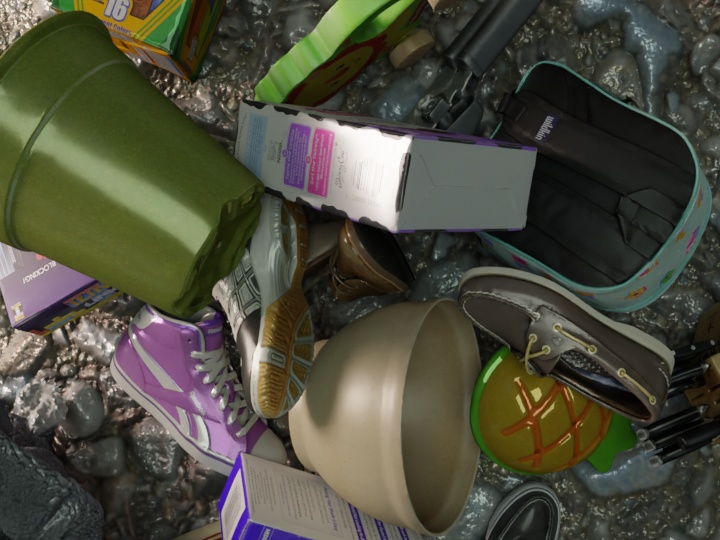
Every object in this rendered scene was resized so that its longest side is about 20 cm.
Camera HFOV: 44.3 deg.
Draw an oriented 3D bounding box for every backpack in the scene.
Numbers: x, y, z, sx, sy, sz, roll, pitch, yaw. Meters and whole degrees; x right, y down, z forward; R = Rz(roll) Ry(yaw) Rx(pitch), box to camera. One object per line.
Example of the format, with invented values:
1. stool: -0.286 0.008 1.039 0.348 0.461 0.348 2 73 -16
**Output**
1. backpack: 0.205 -0.060 0.785 0.199 0.153 0.177 34 87 40

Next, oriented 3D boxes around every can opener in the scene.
1. can opener: 0.116 -0.198 0.865 0.067 0.053 0.201 40 89 -32

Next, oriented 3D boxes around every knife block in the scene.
1. knife block: 0.351 0.122 0.813 0.197 0.064 0.178 26 65 0

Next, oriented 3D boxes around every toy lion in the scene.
1. toy lion: -0.008 -0.204 0.790 0.190 0.200 0.069 -34 89 -18

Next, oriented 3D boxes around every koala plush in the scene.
1. koala plush: -0.323 0.196 0.793 0.183 0.200 0.179 37 90 -28

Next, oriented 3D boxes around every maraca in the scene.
1. maraca: 0.189 0.128 0.830 0.196 0.107 0.140 12 102 -24

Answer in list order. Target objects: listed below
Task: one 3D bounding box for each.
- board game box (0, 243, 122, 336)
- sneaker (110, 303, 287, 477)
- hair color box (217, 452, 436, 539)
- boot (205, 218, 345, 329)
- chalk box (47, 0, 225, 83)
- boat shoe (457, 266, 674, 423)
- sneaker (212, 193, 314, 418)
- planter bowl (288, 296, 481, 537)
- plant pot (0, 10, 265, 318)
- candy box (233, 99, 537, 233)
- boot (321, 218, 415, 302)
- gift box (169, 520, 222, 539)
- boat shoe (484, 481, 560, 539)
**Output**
1. board game box: -0.252 -0.061 0.823 0.197 0.057 0.168 -28 71 7
2. sneaker: -0.136 0.106 0.824 0.199 0.073 0.115 36 116 0
3. hair color box: -0.025 0.242 0.792 0.196 0.110 0.066 20 103 -18
4. boot: -0.102 -0.047 0.850 0.198 0.070 0.148 -32 84 -5
5. chalk box: -0.182 -0.302 0.822 0.122 0.125 0.204 21 91 1
6. boat shoe: 0.168 0.063 0.747 0.197 0.072 0.060 26 54 1
7. sneaker: -0.092 0.031 0.770 0.086 0.076 0.205 -11 64 22
8. planter bowl: 0.019 0.125 0.799 0.132 0.199 0.206 0 89 27
9. plant pot: -0.181 -0.065 0.694 0.188 0.200 0.203 30 90 6
10. candy box: 0.017 -0.087 0.733 0.198 0.166 0.073 19 106 41
11. boot: 0.000 0.000 0.782 0.074 0.200 0.075 -27 80 5
12. gift box: -0.174 0.359 0.788 0.183 0.185 0.204 -19 86 -2
13. boat shoe: 0.133 0.299 0.844 0.069 0.066 0.202 34 90 0
